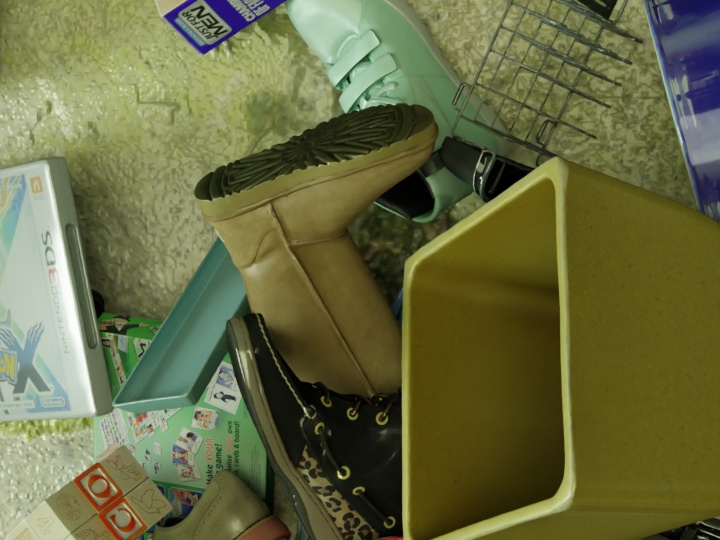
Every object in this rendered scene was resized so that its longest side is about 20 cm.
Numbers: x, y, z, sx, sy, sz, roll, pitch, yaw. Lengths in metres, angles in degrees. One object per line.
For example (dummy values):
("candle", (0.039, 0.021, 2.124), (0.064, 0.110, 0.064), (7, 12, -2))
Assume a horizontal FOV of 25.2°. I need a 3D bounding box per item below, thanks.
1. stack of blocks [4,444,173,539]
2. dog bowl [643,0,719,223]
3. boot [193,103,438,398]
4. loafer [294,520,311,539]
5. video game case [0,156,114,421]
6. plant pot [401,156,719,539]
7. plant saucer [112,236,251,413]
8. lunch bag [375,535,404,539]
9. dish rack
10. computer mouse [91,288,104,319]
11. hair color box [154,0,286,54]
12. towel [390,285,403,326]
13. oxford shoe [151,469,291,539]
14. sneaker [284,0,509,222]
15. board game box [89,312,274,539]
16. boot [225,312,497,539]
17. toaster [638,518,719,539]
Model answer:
("stack of blocks", (-0.219, 0.205, 1.158), (0.059, 0.115, 0.200), (50, 128, 3))
("dog bowl", (0.245, -0.093, 1.039), (0.078, 0.200, 0.202), (-15, 94, 13))
("boot", (0.000, 0.000, 1.079), (0.174, 0.066, 0.201), (-16, 121, 16))
("loafer", (-0.016, 0.241, 1.166), (0.072, 0.073, 0.201), (15, 123, 9))
("video game case", (-0.268, 0.020, 1.184), (0.199, 0.022, 0.184), (-7, 96, 41))
("plant pot", (0.155, 0.070, 0.972), (0.198, 0.194, 0.197), (9, 69, -24))
("plant saucer", (-0.101, 0.025, 1.123), (0.069, 0.201, 0.019), (-11, 124, 34))
("lunch bag", (0.025, 0.257, 0.986), (0.175, 0.200, 0.082), (6, 130, 26))
("dish rack", (0.134, -0.138, 1.083), (0.054, 0.153, 0.201), (29, 100, 30))
("computer mouse", (-0.142, 0.080, 1.202), (0.198, 0.044, 0.111), (16, 116, 5))
("hair color box", (-0.061, -0.254, 1.123), (0.199, 0.065, 0.110), (-32, 60, 13))
("towel", (0.042, 0.108, 1.173), (0.111, 0.049, 0.201), (28, 100, 5))
("oxford shoe", (-0.129, 0.220, 1.184), (0.200, 0.070, 0.075), (-46, 73, 29))
("sneaker", (0.006, -0.122, 1.112), (0.200, 0.118, 0.074), (44, 133, 2))
("board game box", (-0.130, 0.134, 1.184), (0.133, 0.029, 0.202), (9, 117, 10))
("boot", (0.008, 0.092, 1.061), (0.150, 0.073, 0.201), (-26, 108, -3))
("toaster", (0.244, 0.246, 1.091), (0.180, 0.200, 0.120), (21, 97, 15))
